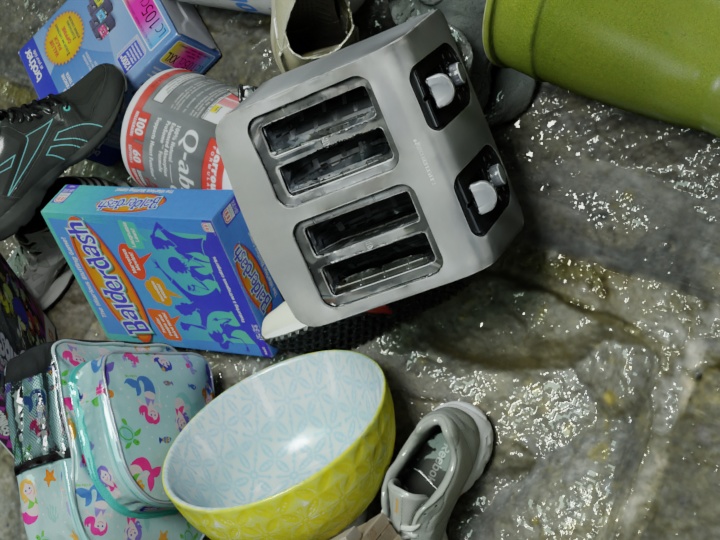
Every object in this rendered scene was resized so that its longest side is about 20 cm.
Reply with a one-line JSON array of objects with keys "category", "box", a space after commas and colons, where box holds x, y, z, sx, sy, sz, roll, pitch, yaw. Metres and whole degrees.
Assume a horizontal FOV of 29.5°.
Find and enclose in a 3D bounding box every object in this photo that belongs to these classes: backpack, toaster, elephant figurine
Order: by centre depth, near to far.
[{"category": "toaster", "box": [0.001, -0.074, 1.023, 0.198, 0.119, 0.183, -18, 103, 22]}, {"category": "elephant figurine", "box": [0.073, -0.165, 1.112, 0.139, 0.155, 0.203, -5, 87, -12]}, {"category": "backpack", "box": [-0.207, 0.162, 1.181, 0.149, 0.176, 0.203, -13, 77, 35]}]

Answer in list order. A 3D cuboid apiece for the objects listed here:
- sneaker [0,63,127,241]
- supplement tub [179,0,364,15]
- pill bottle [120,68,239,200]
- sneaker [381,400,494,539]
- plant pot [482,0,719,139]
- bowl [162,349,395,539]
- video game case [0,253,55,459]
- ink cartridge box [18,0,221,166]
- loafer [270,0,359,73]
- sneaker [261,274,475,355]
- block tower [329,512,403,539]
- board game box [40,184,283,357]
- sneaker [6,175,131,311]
[{"category": "sneaker", "box": [-0.288, -0.119, 1.225, 0.075, 0.079, 0.201, 14, 60, 52]}, {"category": "supplement tub", "box": [-0.092, -0.297, 1.225, 0.198, 0.131, 0.134, 15, 88, 35]}, {"category": "pill bottle", "box": [-0.107, -0.099, 1.204, 0.198, 0.115, 0.117, 23, 92, 34]}, {"category": "sneaker", "box": [0.035, 0.196, 1.063, 0.075, 0.092, 0.203, 19, 92, 24]}, {"category": "plant pot", "box": [0.221, -0.192, 0.982, 0.192, 0.200, 0.202, 34, 99, 21]}, {"category": "bowl", "box": [-0.049, 0.166, 1.106, 0.198, 0.201, 0.109, -11, 118, 30]}, {"category": "video game case", "box": [-0.329, 0.063, 1.238, 0.035, 0.201, 0.183, -20, 46, 4]}, {"category": "ink cartridge box", "box": [-0.248, -0.200, 1.340, 0.200, 0.076, 0.137, -42, 61, 21]}, {"category": "loafer", "box": [-0.039, -0.194, 1.135, 0.075, 0.201, 0.069, -16, 53, 0]}, {"category": "sneaker", "box": [0.000, 0.000, 1.149, 0.198, 0.070, 0.095, -26, 61, 23]}, {"category": "block tower", "box": [0.041, 0.276, 1.018, 0.054, 0.058, 0.201, -35, 91, 32]}, {"category": "board game box", "box": [-0.171, -0.001, 1.210, 0.198, 0.153, 0.045, 4, 41, 34]}, {"category": "sneaker", "box": [-0.321, -0.030, 1.327, 0.200, 0.115, 0.076, -40, 62, 20]}]
